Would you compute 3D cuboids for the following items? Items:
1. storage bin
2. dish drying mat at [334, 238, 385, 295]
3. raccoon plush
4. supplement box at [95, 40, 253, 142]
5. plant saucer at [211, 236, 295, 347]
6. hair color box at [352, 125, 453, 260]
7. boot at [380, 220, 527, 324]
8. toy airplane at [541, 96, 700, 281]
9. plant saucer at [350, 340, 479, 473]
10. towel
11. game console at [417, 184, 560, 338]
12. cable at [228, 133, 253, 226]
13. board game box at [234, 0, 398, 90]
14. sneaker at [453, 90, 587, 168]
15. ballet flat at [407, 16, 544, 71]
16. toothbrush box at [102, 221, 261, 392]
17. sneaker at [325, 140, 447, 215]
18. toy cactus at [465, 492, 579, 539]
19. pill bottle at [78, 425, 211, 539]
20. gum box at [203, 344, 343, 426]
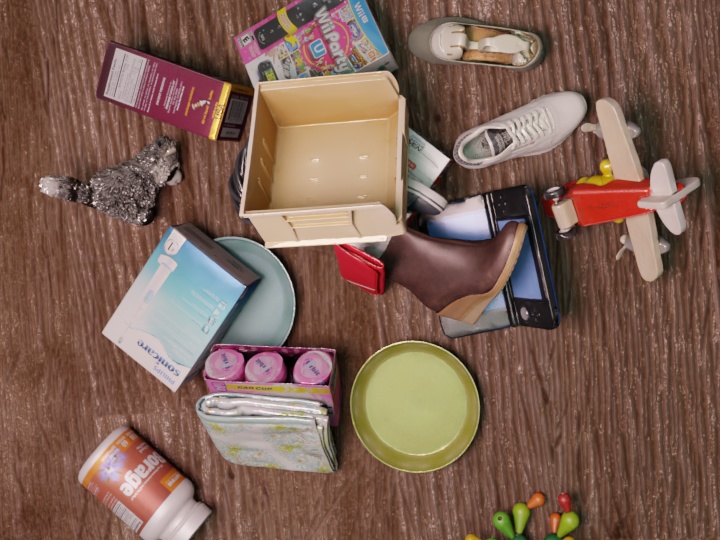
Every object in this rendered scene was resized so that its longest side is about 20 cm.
[{"bbox_3d":[-0.040,-0.142,1.091,0.195,0.094,0.203,-3,63,12],"label":"storage bin"},{"bbox_3d":[0.000,0.000,1.185,0.076,0.200,0.018,29,81,7],"label":"dish drying mat"},{"bbox_3d":[-0.356,-0.150,1.249,0.096,0.199,0.136,30,102,38],"label":"raccoon plush"},{"bbox_3d":[-0.273,-0.263,1.247,0.197,0.110,0.087,20,100,8],"label":"supplement box"},{"bbox_3d":[-0.192,0.047,1.307,0.196,0.036,0.204,1,97,11],"label":"plant saucer"},{"bbox_3d":[0.035,-0.113,1.233,0.110,0.064,0.201,38,103,6],"label":"hair color box"},{"bbox_3d":[0.120,-0.021,1.147,0.165,0.073,0.201,29,133,2],"label":"boot"},{"bbox_3d":[0.362,-0.108,1.134,0.198,0.141,0.202,37,135,17],"label":"toy airplane"},{"bbox_3d":[0.083,0.204,1.277,0.196,0.031,0.204,1,97,9],"label":"plant saucer"},{"bbox_3d":[-0.135,0.248,1.263,0.196,0.049,0.172,4,142,10],"label":"towel"},{"bbox_3d":[0.179,-0.006,1.196,0.116,0.170,0.204,-15,94,-15],"label":"game console"},{"bbox_3d":[-0.108,-0.153,1.267,0.162,0.051,0.202,29,99,13],"label":"cable"},{"bbox_3d":[-0.065,-0.314,1.209,0.198,0.064,0.149,-27,75,11],"label":"board game box"},{"bbox_3d":[0.225,-0.193,1.181,0.197,0.080,0.077,-24,90,11],"label":"sneaker"},{"bbox_3d":[0.162,-0.322,1.185,0.196,0.064,0.069,9,98,10],"label":"ballet flat"},{"bbox_3d":[-0.267,0.053,1.259,0.146,0.085,0.201,36,101,4],"label":"toothbrush box"},{"bbox_3d":[0.022,-0.105,1.163,0.198,0.078,0.080,26,90,22],"label":"sneaker"},{"bbox_3d":[0.251,0.429,1.249,0.198,0.102,0.166,-31,100,4],"label":"toy cactus"},{"bbox_3d":[-0.336,0.350,1.329,0.199,0.112,0.113,39,102,3],"label":"pill bottle"},{"bbox_3d":[-0.131,0.171,1.262,0.196,0.067,0.114,2,141,8],"label":"gum box"}]
